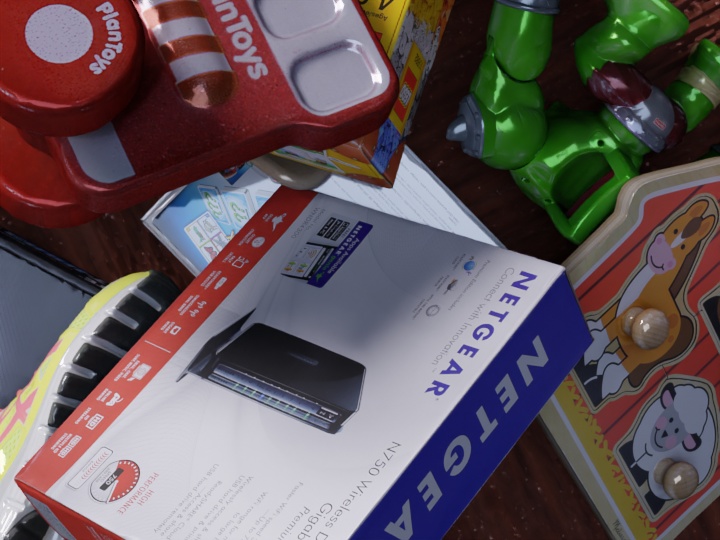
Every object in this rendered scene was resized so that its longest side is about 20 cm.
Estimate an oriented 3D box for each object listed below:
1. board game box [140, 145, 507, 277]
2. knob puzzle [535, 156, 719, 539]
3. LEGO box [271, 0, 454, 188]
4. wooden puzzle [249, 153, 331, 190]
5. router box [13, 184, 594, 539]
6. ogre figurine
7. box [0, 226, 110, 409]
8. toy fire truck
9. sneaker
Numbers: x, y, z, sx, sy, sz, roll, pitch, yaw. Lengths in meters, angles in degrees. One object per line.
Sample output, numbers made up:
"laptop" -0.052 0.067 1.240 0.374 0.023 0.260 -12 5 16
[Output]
"board game box" 0.000 0.000 0.867 0.126 0.035 0.200 -44 93 2
"knob puzzle" 0.177 0.032 0.825 0.219 0.030 0.221 -11 112 -29
"LEGO box" -0.059 -0.142 0.769 0.199 0.077 0.150 17 83 16
"wooden puzzle" -0.035 -0.164 0.833 0.185 0.046 0.200 37 89 17
"router box" -0.025 0.061 0.737 0.200 0.179 0.049 -49 134 -24
"ogre figurine" 0.125 -0.077 0.827 0.120 0.098 0.200 -51 137 8
"box" -0.215 0.075 0.868 0.198 0.050 0.201 29 94 -3
"toy fire truck" -0.094 -0.122 0.690 0.167 0.112 0.201 -21 73 -18
"sneaker" -0.155 0.083 0.809 0.078 0.090 0.201 44 69 -41
